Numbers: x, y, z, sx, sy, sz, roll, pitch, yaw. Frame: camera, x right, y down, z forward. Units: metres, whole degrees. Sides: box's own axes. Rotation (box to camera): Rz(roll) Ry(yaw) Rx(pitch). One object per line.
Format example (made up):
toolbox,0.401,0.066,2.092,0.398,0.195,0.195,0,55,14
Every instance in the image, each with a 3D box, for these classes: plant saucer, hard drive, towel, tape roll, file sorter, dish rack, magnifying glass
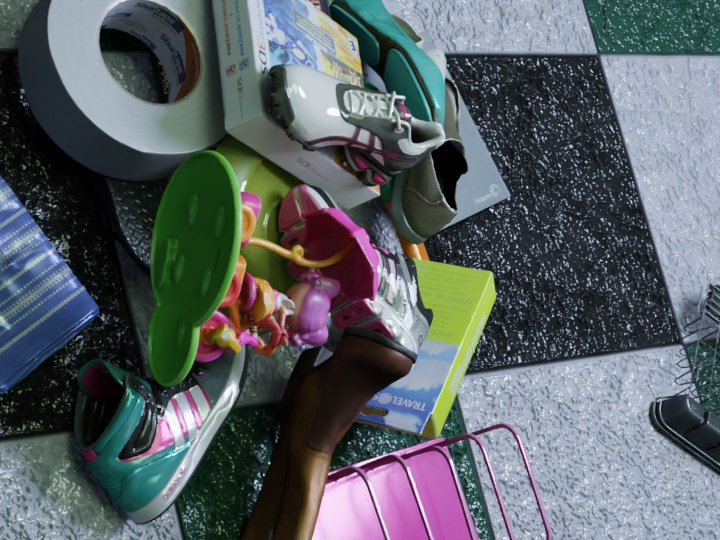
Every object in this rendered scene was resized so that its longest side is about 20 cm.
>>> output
plant saucer,-0.086,-0.037,1.669,0.200,0.031,0.201,-12,104,-61
hard drive,0.062,-0.140,1.889,0.139,0.033,0.200,-26,89,-41
towel,-0.324,-0.007,1.545,0.200,0.024,0.145,54,49,-6
tape roll,-0.202,-0.184,1.626,0.200,0.066,0.201,13,65,-30
file sorter,0.058,0.230,1.674,0.200,0.125,0.139,-12,80,-40
dish rack,0.413,0.120,2.041,0.153,0.055,0.200,35,52,-23
magnifying glass,0.027,-0.092,1.805,0.080,0.022,0.200,-27,96,-54

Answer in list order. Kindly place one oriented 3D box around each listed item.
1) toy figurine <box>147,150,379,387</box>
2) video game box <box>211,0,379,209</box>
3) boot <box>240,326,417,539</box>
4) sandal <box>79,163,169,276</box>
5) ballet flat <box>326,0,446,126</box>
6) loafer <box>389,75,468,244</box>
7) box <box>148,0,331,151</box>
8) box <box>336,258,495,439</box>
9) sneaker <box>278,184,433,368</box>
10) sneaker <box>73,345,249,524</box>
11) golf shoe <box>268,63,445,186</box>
toy figurine,-0.071,0.011,1.550,0.184,0.150,0.201,10,96,-33
video game box,-0.060,-0.175,1.678,0.200,0.047,0.183,30,47,-52
boot,-0.035,0.154,1.573,0.068,0.188,0.200,32,64,-28
sandal,-0.217,-0.075,1.647,0.075,0.048,0.201,-18,71,-39
ballet flat,0.044,-0.214,1.808,0.070,0.067,0.200,-22,54,-26
loafer,0.081,-0.117,1.811,0.075,0.070,0.200,38,47,-40
box,-0.109,-0.197,1.771,0.200,0.049,0.162,-3,77,-37
box,0.042,0.077,1.729,0.048,0.122,0.200,74,33,-47
sneaker,0.000,0.000,1.675,0.200,0.074,0.087,55,42,-8
sneaker,-0.183,0.105,1.573,0.121,0.084,0.200,46,51,-26
golf shoe,-0.006,-0.143,1.612,0.200,0.088,0.077,25,53,-53
